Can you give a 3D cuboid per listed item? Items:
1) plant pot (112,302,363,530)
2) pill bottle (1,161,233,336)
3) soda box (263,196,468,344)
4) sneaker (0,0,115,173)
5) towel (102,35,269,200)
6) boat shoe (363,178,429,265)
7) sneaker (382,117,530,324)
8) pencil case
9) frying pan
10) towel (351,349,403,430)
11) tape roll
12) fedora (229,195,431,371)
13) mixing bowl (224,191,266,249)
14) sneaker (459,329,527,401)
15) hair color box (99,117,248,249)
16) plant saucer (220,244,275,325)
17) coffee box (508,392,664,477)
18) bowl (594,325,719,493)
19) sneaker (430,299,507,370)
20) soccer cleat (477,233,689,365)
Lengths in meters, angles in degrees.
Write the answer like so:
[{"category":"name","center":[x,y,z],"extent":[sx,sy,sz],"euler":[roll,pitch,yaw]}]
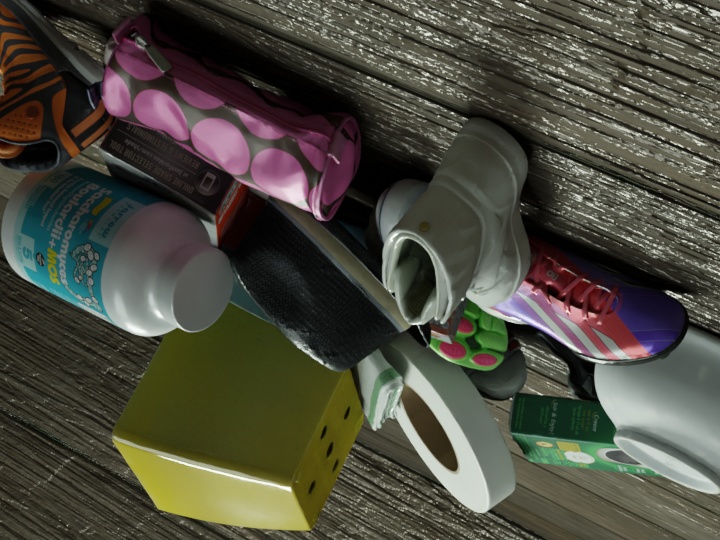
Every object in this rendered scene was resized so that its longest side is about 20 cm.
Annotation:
[{"category":"plant pot","center":[-0.107,0.152,1.435],"extent":[0.174,0.202,0.201],"euler":[19,155,18]},{"category":"pill bottle","center":[-0.198,-0.015,1.181],"extent":[0.198,0.112,0.111],"euler":[21,167,35]},{"category":"soda box","center":[0.000,0.000,1.277],"extent":[0.198,0.069,0.064],"euler":[20,174,10]},{"category":"sneaker","center":[-0.292,-0.158,1.190],"extent":[0.199,0.112,0.078],"euler":[38,168,32]},{"category":"towel","center":[-0.135,-0.128,1.213],"extent":[0.189,0.033,0.200],"euler":[30,169,-8]},{"category":"boat shoe","center":[0.034,-0.024,1.143],"extent":[0.065,0.074,0.200],"euler":[20,165,19]},{"category":"sneaker","center":[0.059,-0.005,0.966],"extent":[0.073,0.116,0.201],"euler":[30,159,21]},{"category":"pencil case","center":[-0.094,-0.115,1.044],"extent":[0.198,0.091,0.094],"euler":[25,149,8]},{"category":"frying pan","center":[0.241,0.118,1.387],"extent":[0.114,0.031,0.190],"euler":[21,169,29]},{"category":"towel","center":[-0.013,0.052,1.440],"extent":[0.202,0.030,0.150],"euler":[62,166,17]},{"category":"tape roll","center":[0.081,0.147,1.418],"extent":[0.203,0.037,0.203],"euler":[52,163,22]},{"category":"fedora","center":[-0.036,0.013,1.146],"extent":[0.200,0.092,0.201],"euler":[44,177,3]},{"category":"mixing bowl","center":[-0.162,-0.029,1.526],"extent":[0.198,0.109,0.200],"euler":[27,168,6]},{"category":"sneaker","center":[0.111,0.101,1.436],"extent":[0.200,0.076,0.083],"euler":[31,143,61]},{"category":"hair color box","center":[-0.157,-0.082,1.233],"extent":[0.110,0.064,0.200],"euler":[30,172,-1]},{"category":"plant saucer","center":[-0.099,0.014,1.365],"extent":[0.198,0.028,0.200],"euler":[27,-175,-2]},{"category":"coffee box","center":[0.248,0.160,1.352],"extent":[0.197,0.045,0.123],"euler":[4,161,19]},{"category":"bowl","center":[0.266,0.119,1.155],"extent":[0.199,0.091,0.201],"euler":[28,168,6]},{"category":"sneaker","center":[0.056,0.024,1.343],"extent":[0.199,0.077,0.084],"euler":[33,-177,13]},{"category":"soccer cleat","center":[0.149,0.014,1.057],"extent":[0.199,0.069,0.073],"euler":[21,159,42]}]
